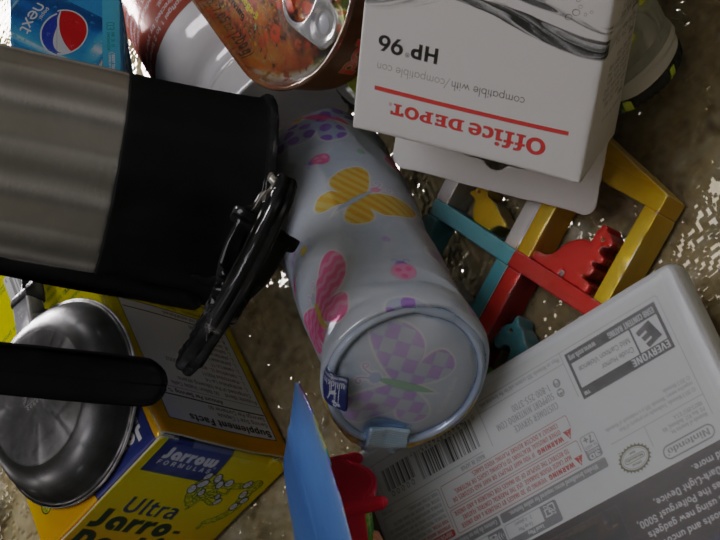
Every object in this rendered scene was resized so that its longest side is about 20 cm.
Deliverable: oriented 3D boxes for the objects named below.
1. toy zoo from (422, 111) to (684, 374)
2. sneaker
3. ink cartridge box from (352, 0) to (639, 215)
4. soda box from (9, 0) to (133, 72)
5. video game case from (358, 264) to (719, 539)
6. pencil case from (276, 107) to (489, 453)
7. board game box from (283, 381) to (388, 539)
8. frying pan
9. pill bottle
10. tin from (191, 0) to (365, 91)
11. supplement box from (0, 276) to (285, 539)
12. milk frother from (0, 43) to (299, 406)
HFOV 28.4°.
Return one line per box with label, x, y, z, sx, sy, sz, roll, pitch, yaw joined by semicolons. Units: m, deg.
toy zoo;0.082;-0.002;0.737;0.131;0.020;0.202;36;101;41
sneaker;0.066;-0.126;0.738;0.198;0.077;0.076;-3;44;34
ink cartridge box;0.064;-0.117;0.647;0.115;0.068;0.203;15;119;17
soda box;-0.168;-0.090;0.869;0.063;0.200;0.069;-4;68;-5
video game case;0.104;0.126;0.660;0.199;0.023;0.184;-34;66;28
pencil case;0.000;0.000;0.726;0.201;0.082;0.092;-113;19;-52
board game box;0.001;0.145;0.696;0.201;0.038;0.160;103;154;-62
frying pan;-0.169;0.035;0.793;0.114;0.031;0.193;-15;70;35
pill bottle;-0.086;-0.153;0.866;0.112;0.112;0.201;-47;52;20
tin;-0.048;-0.178;0.744;0.201;0.041;0.113;55;133;32
supplement box;-0.146;0.062;0.854;0.110;0.108;0.201;-45;52;21
milk frother;-0.133;-0.036;0.679;0.200;0.185;0.183;132;145;-64
